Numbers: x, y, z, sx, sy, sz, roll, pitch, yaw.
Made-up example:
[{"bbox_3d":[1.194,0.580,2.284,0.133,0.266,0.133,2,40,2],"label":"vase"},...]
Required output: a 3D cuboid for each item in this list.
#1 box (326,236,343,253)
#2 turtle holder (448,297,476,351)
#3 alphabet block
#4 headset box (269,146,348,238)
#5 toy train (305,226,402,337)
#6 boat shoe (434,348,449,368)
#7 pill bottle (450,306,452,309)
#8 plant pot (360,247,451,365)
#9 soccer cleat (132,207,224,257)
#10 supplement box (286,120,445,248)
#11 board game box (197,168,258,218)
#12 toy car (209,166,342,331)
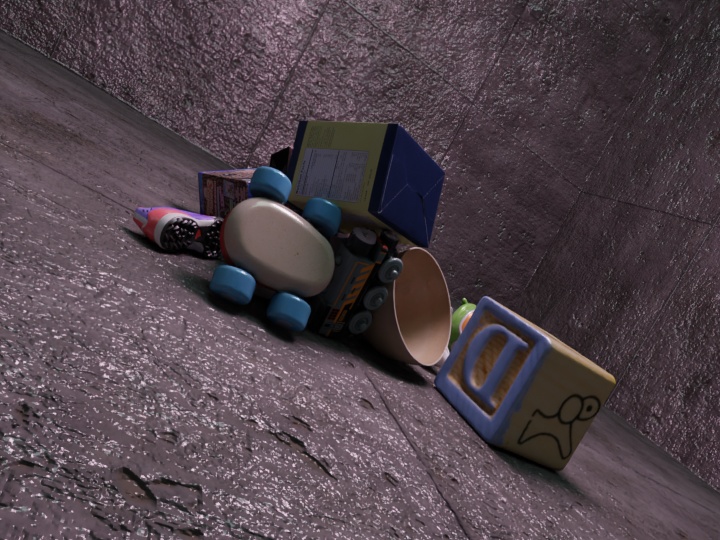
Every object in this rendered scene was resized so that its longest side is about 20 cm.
[{"bbox_3d":[-0.130,-0.043,1.013,0.193,0.043,0.155,9,-10,-25],"label":"box"},{"bbox_3d":[0.281,0.184,1.436,0.138,0.191,0.130,-20,41,-39],"label":"turtle holder"},{"bbox_3d":[0.284,0.196,0.983,0.196,0.199,0.196,28,8,-30],"label":"alphabet block"},{"bbox_3d":[-0.083,-0.127,1.075,0.195,0.155,0.076,15,-12,-37],"label":"headset box"},{"bbox_3d":[-0.013,0.022,0.897,0.111,0.204,0.086,10,30,-40],"label":"toy train"},{"bbox_3d":[0.143,0.159,1.208,0.065,0.074,0.200,45,6,-14],"label":"boat shoe"},{"bbox_3d":[0.145,0.088,1.497,0.198,0.117,0.113,34,7,31],"label":"pill bottle"},{"bbox_3d":[0.063,0.072,1.020,0.131,0.208,0.198,-10,-22,36],"label":"plant pot"},{"bbox_3d":[-0.272,-0.066,0.885,0.072,0.070,0.199,28,7,16],"label":"soccer cleat"},{"bbox_3d":[0.008,-0.141,0.931,0.194,0.139,0.198,11,-7,32],"label":"supplement box"},{"bbox_3d":[-0.219,-0.148,1.149,0.156,0.101,0.196,-13,21,-42],"label":"board game box"},{"bbox_3d":[-0.147,-0.017,0.853,0.173,0.190,0.198,27,-22,-23],"label":"toy car"}]
